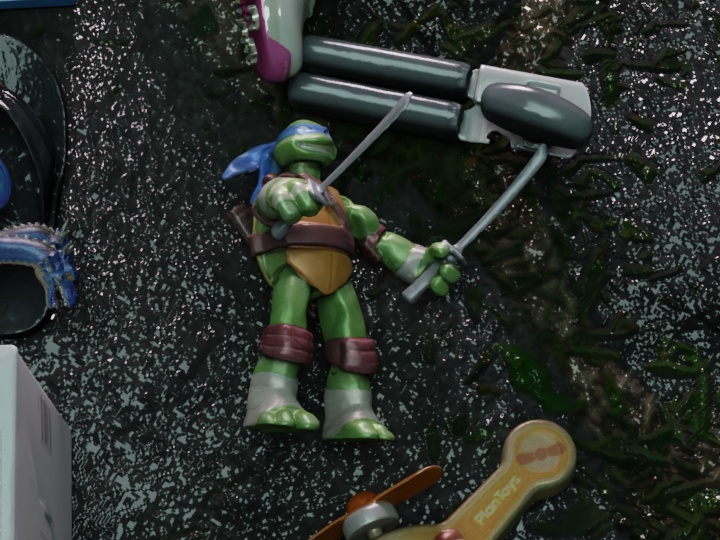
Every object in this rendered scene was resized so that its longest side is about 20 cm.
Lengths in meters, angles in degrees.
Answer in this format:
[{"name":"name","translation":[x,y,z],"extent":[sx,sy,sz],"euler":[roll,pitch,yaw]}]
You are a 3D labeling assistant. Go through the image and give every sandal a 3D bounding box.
[{"name":"sandal","translation":[-0.221,-0.060,1.250],"extent":[0.074,0.048,0.203],"euler":[-7,74,-1]}]

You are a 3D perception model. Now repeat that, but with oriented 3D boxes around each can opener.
[{"name":"can opener","translation":[0.052,-0.114,1.256],"extent":[0.198,0.067,0.053],"euler":[10,72,10]}]

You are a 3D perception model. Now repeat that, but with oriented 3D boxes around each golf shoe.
[{"name":"golf shoe","translation":[-0.039,-0.212,1.272],"extent":[0.090,0.075,0.202],"euler":[0,63,-9]}]

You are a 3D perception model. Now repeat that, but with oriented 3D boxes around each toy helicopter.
[{"name":"toy helicopter","translation":[0.051,0.160,1.177],"extent":[0.132,0.079,0.200],"euler":[36,66,20]}]

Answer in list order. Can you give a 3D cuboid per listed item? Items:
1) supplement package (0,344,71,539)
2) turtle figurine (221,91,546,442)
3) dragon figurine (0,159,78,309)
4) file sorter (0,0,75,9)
[{"name":"supplement package","translation":[-0.274,0.140,1.116],"extent":[0.198,0.191,0.149],"euler":[-3,71,0]},{"name":"turtle figurine","translation":[0.000,0.000,1.174],"extent":[0.198,0.144,0.196],"euler":[1,80,14]},{"name":"dragon figurine","translation":[-0.245,-0.053,1.195],"extent":[0.099,0.059,0.201],"euler":[-32,96,-11]},{"name":"file sorter","translation":[-0.291,-0.254,1.272],"extent":[0.198,0.123,0.140],"euler":[-3,72,1]}]
